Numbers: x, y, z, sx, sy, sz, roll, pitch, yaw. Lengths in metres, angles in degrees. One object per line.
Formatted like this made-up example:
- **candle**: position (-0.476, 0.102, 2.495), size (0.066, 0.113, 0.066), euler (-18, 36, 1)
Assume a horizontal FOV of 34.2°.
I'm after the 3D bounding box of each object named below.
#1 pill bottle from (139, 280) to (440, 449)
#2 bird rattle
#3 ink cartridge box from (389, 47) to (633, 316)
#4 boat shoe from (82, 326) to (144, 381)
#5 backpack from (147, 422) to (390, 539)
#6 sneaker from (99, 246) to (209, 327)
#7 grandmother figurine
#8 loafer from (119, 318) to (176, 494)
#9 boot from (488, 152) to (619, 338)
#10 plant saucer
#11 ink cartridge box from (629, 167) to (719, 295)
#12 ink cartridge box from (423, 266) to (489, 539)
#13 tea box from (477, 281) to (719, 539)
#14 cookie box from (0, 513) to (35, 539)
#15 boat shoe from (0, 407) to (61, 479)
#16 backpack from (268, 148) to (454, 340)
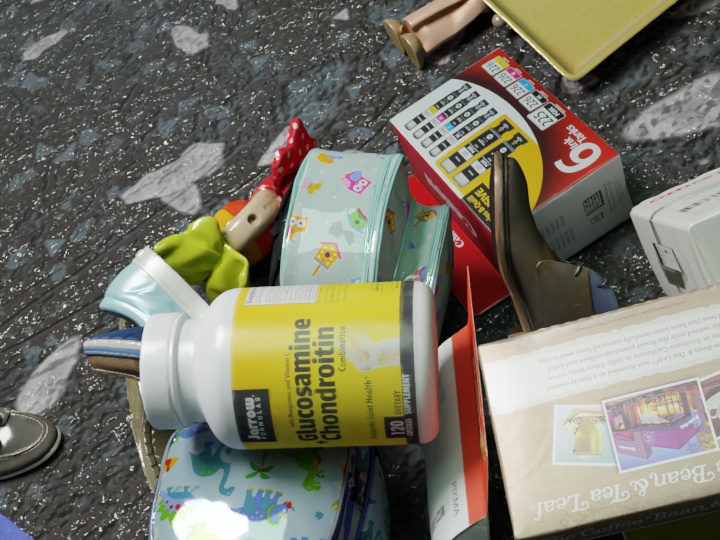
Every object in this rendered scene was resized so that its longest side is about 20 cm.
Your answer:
- **pill bottle**: position (-0.046, 0.067, 0.812), size (0.198, 0.112, 0.113), euler (-3, 50, 5)
- **bird rattle**: position (-0.110, -0.047, 1.108), size (0.201, 0.112, 0.163), euler (-57, 11, -15)
- **ink cartridge box**: position (0.117, -0.084, 1.070), size (0.175, 0.084, 0.200), euler (-34, 47, -4)
- **boat shoe**: position (-0.132, 0.086, 0.922), size (0.199, 0.073, 0.072), euler (3, 10, 24)
- **backpack**: position (-0.075, 0.211, 0.857), size (0.181, 0.147, 0.201), euler (-2, 55, 10)
- **sneaker**: position (-0.143, 0.075, 1.004), size (0.200, 0.074, 0.082), euler (43, 82, 14)
- **grandmother figurine**: position (0.128, -0.299, 1.266), size (0.199, 0.061, 0.121), euler (-37, 55, -4)
- **loafer**: position (-0.167, 0.125, 1.038), size (0.075, 0.068, 0.201), euler (-8, 60, -16)
- **boot**: position (0.158, -0.001, 0.937), size (0.096, 0.202, 0.075), euler (-9, 10, 6)
- **plant saucer**: position (0.221, -0.300, 1.198), size (0.200, 0.049, 0.200), euler (-38, 68, -10)
- **ink cartridge box**: position (0.300, -0.033, 0.874), size (0.146, 0.083, 0.200), euler (-24, 5, 5)
- **ink cartridge box**: position (0.066, 0.123, 0.840), size (0.057, 0.201, 0.163), euler (-8, 48, 6)
- **tea box**: position (0.202, 0.119, 0.771), size (0.199, 0.197, 0.135), euler (-15, 61, 11)
- **cookie box**: position (-0.333, 0.279, 0.913), size (0.200, 0.075, 0.172), euler (-20, 35, 58)
- **boat shoe**: position (-0.382, 0.159, 1.112), size (0.198, 0.057, 0.067), euler (-5, 51, 21)
- **backpack**: position (0.000, 0.000, 0.972), size (0.152, 0.201, 0.177), euler (5, 52, 15)
